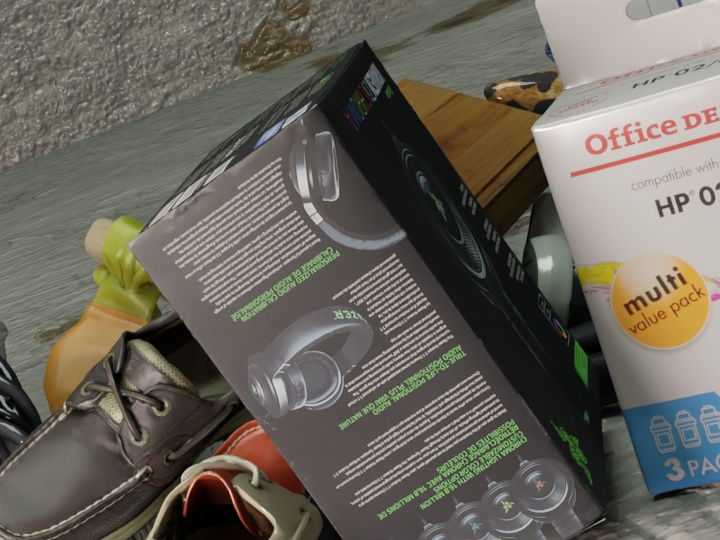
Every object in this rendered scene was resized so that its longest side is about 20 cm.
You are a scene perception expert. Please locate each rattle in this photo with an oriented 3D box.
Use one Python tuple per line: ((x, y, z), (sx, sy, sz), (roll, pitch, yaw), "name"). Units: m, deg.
((-0.145, 0.045, 1.302), (0.129, 0.145, 0.200), (11, -7, -7), "rattle")

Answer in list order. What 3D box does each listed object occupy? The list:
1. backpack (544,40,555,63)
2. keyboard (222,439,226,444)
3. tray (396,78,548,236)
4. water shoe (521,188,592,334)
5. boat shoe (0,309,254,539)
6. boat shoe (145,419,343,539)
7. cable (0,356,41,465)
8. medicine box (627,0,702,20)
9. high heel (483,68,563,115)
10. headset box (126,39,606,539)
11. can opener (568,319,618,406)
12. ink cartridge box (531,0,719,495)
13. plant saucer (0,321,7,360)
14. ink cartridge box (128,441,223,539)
((0.233, -0.144, 1.260), (0.198, 0.136, 0.183), (-21, 13, -7), "backpack")
((-0.034, 0.113, 0.832), (0.103, 0.040, 0.200), (-12, 22, 3), "keyboard")
((0.029, -0.046, 0.948), (0.098, 0.037, 0.200), (16, 27, 17), "tray")
((0.124, 0.007, 0.997), (0.078, 0.072, 0.200), (10, 15, 5), "water shoe")
((-0.094, 0.057, 0.835), (0.073, 0.065, 0.200), (34, 54, 24), "boat shoe")
((-0.052, 0.108, 0.724), (0.070, 0.063, 0.200), (-8, 25, 15), "boat shoe")
((-0.229, 0.095, 0.886), (0.162, 0.051, 0.201), (-32, 46, 1), "cable")
((0.230, -0.097, 0.907), (0.198, 0.184, 0.103), (-18, -24, 10), "medicine box")
((0.167, -0.066, 1.005), (0.198, 0.072, 0.143), (18, 6, -6), "high heel")
((0.015, 0.024, 0.761), (0.092, 0.201, 0.174), (-34, 8, 13), "headset box")
((0.159, 0.023, 0.844), (0.199, 0.079, 0.063), (-21, 16, 42), "can opener")
((0.142, -0.024, 0.737), (0.114, 0.202, 0.068), (-15, 13, 22), "ink cartridge box")
((-0.257, 0.113, 1.040), (0.200, 0.050, 0.200), (-45, 2, 2), "plant saucer")
((-0.141, 0.116, 0.965), (0.161, 0.051, 0.200), (-18, 8, 13), "ink cartridge box")
